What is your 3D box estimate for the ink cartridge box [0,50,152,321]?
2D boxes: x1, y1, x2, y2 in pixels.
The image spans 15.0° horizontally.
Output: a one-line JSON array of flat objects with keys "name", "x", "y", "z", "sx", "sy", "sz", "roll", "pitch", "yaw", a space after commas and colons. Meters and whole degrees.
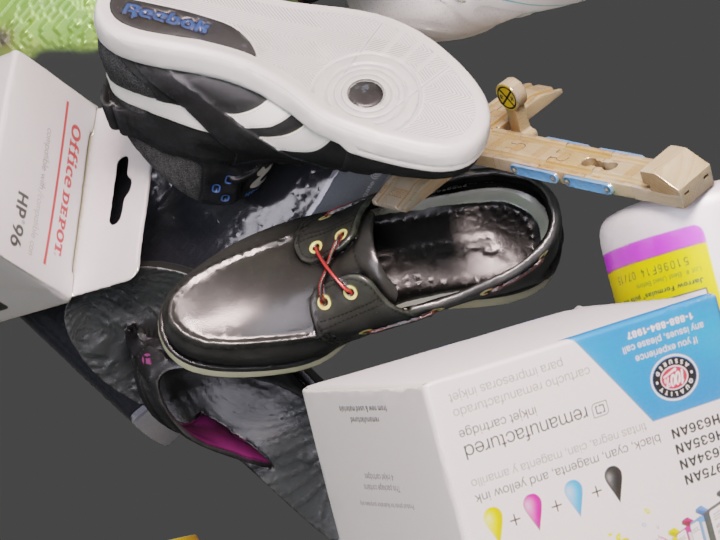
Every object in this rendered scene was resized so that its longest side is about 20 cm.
[{"name": "ink cartridge box", "x": -0.201, "y": -0.034, "z": 1.374, "sx": 0.200, "sy": 0.068, "sz": 0.116, "roll": -16, "pitch": 56, "yaw": 32}]

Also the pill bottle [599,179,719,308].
[{"name": "pill bottle", "x": 0.182, "y": 0.060, "z": 1.262, "sx": 0.104, "sy": 0.104, "sz": 0.200, "roll": -16, "pitch": 85, "yaw": 19}]

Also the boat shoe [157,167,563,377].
[{"name": "boat shoe", "x": -0.001, "y": -0.003, "z": 1.310, "sx": 0.201, "sy": 0.063, "sz": 0.074, "roll": -14, "pitch": 71, "yaw": -4}]

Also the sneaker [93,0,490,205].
[{"name": "sneaker", "x": -0.029, "y": -0.069, "z": 1.299, "sx": 0.200, "sy": 0.112, "sz": 0.073, "roll": 22, "pitch": 54, "yaw": 18}]

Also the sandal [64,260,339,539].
[{"name": "sandal", "x": -0.057, "y": 0.064, "z": 1.344, "sx": 0.200, "sy": 0.048, "sz": 0.075, "roll": 35, "pitch": 105, "yaw": -4}]

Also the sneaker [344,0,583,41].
[{"name": "sneaker", "x": 0.079, "y": -0.156, "z": 1.313, "sx": 0.200, "sy": 0.080, "sz": 0.070, "roll": -10, "pitch": 88, "yaw": 21}]

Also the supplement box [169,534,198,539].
[{"name": "supplement box", "x": -0.161, "y": 0.227, "z": 1.383, "sx": 0.200, "sy": 0.110, "sz": 0.109, "roll": -29, "pitch": 81, "yaw": 18}]

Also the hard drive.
[{"name": "hard drive", "x": -0.087, "y": -0.024, "z": 1.391, "sx": 0.135, "sy": 0.042, "sz": 0.200, "roll": 42, "pitch": 103, "yaw": 15}]

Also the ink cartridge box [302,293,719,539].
[{"name": "ink cartridge box", "x": 0.087, "y": 0.127, "z": 1.193, "sx": 0.147, "sy": 0.145, "sz": 0.200, "roll": -16, "pitch": 93, "yaw": -23}]

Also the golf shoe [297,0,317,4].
[{"name": "golf shoe", "x": -0.043, "y": -0.167, "z": 1.316, "sx": 0.078, "sy": 0.095, "sz": 0.200, "roll": 39, "pitch": 141, "yaw": -19}]

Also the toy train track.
[{"name": "toy train track", "x": 0.077, "y": -0.064, "z": 1.278, "sx": 0.200, "sy": 0.115, "sz": 0.033, "roll": 15, "pitch": 133, "yaw": 44}]
